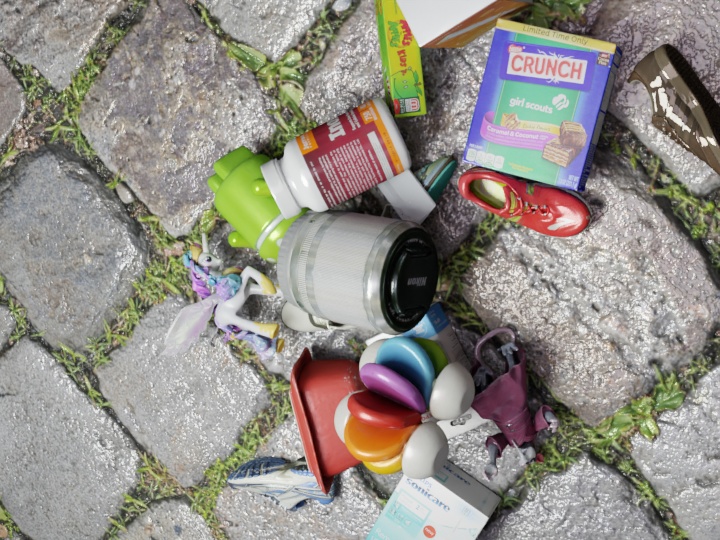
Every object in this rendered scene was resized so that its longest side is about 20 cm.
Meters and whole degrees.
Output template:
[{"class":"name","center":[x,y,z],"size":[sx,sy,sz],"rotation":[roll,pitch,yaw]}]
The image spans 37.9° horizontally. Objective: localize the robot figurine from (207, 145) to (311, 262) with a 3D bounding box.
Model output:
[{"class":"robot figurine","center":[-0.146,-0.097,1.624],"size":[0.200,0.115,0.176],"rotation":[47,142,9]}]

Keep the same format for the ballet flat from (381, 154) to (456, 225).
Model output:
[{"class":"ballet flat","center":[0.071,-0.096,1.565],"size":[0.074,0.074,0.201],"rotation":[32,109,13]}]

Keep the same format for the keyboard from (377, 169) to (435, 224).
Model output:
[{"class":"keyboard","center":[0.044,-0.145,1.552],"size":[0.056,0.011,0.201],"rotation":[-47,57,20]}]

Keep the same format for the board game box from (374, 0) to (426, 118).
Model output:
[{"class":"board game box","center":[0.055,-0.322,1.501],"size":[0.047,0.102,0.202],"rotation":[-8,99,-4]}]

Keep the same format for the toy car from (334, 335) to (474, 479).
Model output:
[{"class":"toy car","center":[0.046,0.178,1.452],"size":[0.174,0.150,0.201],"rotation":[20,78,33]}]

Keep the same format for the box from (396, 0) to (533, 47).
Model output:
[{"class":"box","center":[0.138,-0.372,1.407],"size":[0.124,0.200,0.098],"rotation":[-27,90,25]}]

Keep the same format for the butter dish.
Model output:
[{"class":"butter dish","center":[-0.018,0.215,1.614],"size":[0.146,0.199,0.202],"rotation":[-13,96,6]}]

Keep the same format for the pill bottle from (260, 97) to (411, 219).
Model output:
[{"class":"pill bottle","center":[-0.036,-0.155,1.496],"size":[0.199,0.113,0.114],"rotation":[-26,91,1]}]

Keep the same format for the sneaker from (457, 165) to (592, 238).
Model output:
[{"class":"sneaker","center":[0.228,-0.092,1.490],"size":[0.198,0.085,0.078],"rotation":[19,108,18]}]

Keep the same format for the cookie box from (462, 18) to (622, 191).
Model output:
[{"class":"cookie box","center":[0.249,-0.227,1.445],"size":[0.170,0.075,0.202],"rotation":[16,98,17]}]

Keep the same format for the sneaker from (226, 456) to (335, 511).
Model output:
[{"class":"sneaker","center":[-0.131,0.361,1.738],"size":[0.198,0.077,0.086],"rotation":[-6,103,24]}]

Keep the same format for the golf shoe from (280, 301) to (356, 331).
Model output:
[{"class":"golf shoe","center":[-0.046,0.059,1.634],"size":[0.198,0.088,0.078],"rotation":[-10,99,25]}]

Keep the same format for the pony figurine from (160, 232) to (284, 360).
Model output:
[{"class":"pony figurine","center":[-0.209,0.060,1.659],"size":[0.198,0.166,0.195],"rotation":[23,105,16]}]

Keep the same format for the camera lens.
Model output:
[{"class":"camera lens","center":[0.000,0.000,1.500],"size":[0.199,0.159,0.162],"rotation":[11,105,36]}]

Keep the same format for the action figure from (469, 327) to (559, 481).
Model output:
[{"class":"action figure","center":[0.215,0.212,1.554],"size":[0.133,0.149,0.201],"rotation":[-24,118,4]}]

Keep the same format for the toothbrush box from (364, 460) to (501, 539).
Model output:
[{"class":"toothbrush box","center":[0.105,0.404,1.643],"size":[0.146,0.085,0.201],"rotation":[34,110,13]}]

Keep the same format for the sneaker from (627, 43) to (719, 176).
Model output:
[{"class":"sneaker","center":[0.435,-0.202,1.405],"size":[0.075,0.070,0.201],"rotation":[-34,84,43]}]

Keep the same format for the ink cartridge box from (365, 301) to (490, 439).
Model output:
[{"class":"ink cartridge box","center":[0.109,0.167,1.602],"size":[0.115,0.068,0.201],"rotation":[-28,90,25]}]
